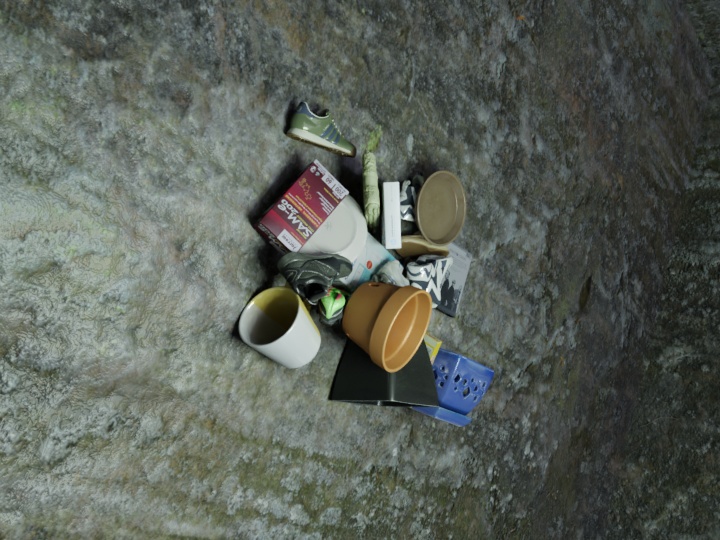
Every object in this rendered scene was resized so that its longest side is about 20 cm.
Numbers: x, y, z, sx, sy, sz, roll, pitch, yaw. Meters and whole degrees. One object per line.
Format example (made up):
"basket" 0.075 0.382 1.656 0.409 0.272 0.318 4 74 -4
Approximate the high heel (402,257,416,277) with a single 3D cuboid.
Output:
"high heel" 0.104 0.062 1.846 0.200 0.071 0.143 -43 124 -46

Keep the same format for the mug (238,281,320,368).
"mug" -0.150 0.124 1.528 0.187 0.149 0.153 -46 136 -10

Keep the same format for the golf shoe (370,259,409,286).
"golf shoe" 0.104 0.063 1.722 0.097 0.078 0.200 -52 131 -37

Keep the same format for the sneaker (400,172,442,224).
"sneaker" 0.173 -0.195 1.881 0.199 0.079 0.130 4 100 -37

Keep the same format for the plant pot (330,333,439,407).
"plant pot" 0.066 0.246 1.749 0.199 0.200 0.178 17 72 -46

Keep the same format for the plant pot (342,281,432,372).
"plant pot" 0.053 0.113 1.596 0.200 0.140 0.200 -38 141 -40

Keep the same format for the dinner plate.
"dinner plate" -0.073 -0.101 1.604 0.200 0.024 0.201 4 78 -21

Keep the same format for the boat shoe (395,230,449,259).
"boat shoe" 0.160 -0.072 1.903 0.200 0.071 0.065 11 52 -47

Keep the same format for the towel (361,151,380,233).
"towel" 0.027 -0.185 1.668 0.200 0.036 0.149 76 10 -74

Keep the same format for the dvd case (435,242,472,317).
"dvd case" 0.256 0.021 2.038 0.150 0.025 0.200 28 74 -45

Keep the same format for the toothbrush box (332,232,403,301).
"toothbrush box" 0.000 0.000 1.716 0.200 0.085 0.147 42 64 -40

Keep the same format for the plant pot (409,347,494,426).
"plant pot" 0.216 0.311 1.910 0.200 0.200 0.180 28 80 -46

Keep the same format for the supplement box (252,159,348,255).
"supplement box" -0.130 -0.135 1.538 0.109 0.061 0.200 44 68 -14

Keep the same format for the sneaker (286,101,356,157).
"sneaker" -0.077 -0.325 1.605 0.200 0.067 0.090 12 91 -44

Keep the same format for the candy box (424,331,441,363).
"candy box" 0.134 0.247 1.828 0.026 0.102 0.200 -2 119 -49

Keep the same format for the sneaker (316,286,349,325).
"sneaker" -0.072 0.082 1.612 0.200 0.077 0.084 -45 152 -83

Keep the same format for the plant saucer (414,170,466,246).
"plant saucer" 0.209 -0.164 1.850 0.200 0.029 0.201 -9 102 -43

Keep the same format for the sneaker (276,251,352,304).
"sneaker" -0.081 0.021 1.514 0.199 0.076 0.114 3 49 -50

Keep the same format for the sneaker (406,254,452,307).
"sneaker" 0.183 0.034 1.832 0.199 0.079 0.130 -26 119 -63

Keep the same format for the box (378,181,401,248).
"box" 0.068 -0.138 1.709 0.041 0.200 0.156 -3 98 -4
